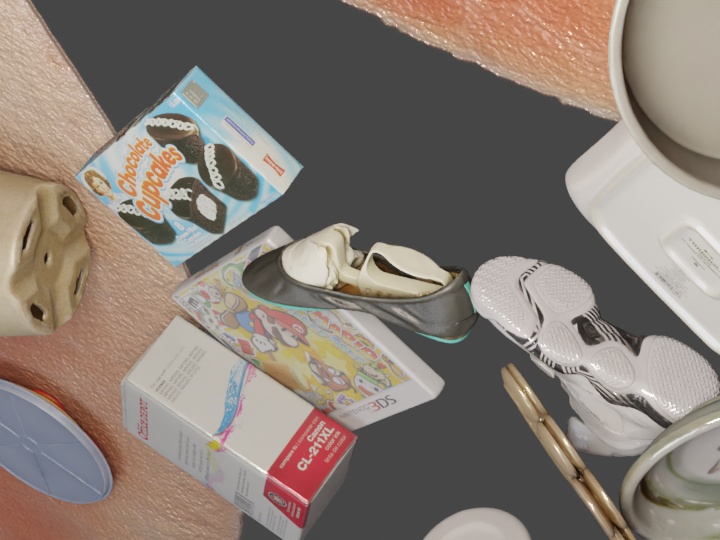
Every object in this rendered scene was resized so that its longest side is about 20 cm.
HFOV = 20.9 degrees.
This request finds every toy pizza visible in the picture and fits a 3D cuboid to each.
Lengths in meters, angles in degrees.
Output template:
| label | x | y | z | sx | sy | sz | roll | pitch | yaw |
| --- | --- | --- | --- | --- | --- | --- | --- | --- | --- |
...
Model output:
| label | x | y | z | sx | sy | sz | roll | pitch | yaw |
| --- | --- | --- | --- | --- | --- | --- | --- | --- | --- |
| toy pizza | -0.347 | 0.176 | 2.098 | 0.200 | 0.032 | 0.200 | 23 | 145 | 17 |

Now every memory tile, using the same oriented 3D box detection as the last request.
| label | x | y | z | sx | sy | sz | roll | pitch | yaw |
| --- | --- | --- | --- | --- | --- | --- | --- | --- | --- |
| memory tile | 0.162 | 0.154 | 1.444 | 0.153 | 0.017 | 0.200 | 55 | 180 | 28 |

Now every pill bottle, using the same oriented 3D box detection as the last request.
| label | x | y | z | sx | sy | sz | roll | pitch | yaw |
| --- | --- | --- | --- | --- | --- | --- | --- | --- | --- |
| pill bottle | 0.129 | 0.317 | 1.772 | 0.112 | 0.112 | 0.200 | 8 | 139 | 35 |

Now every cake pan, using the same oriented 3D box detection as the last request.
| label | x | y | z | sx | sy | sz | roll | pitch | yaw |
| --- | --- | --- | --- | --- | --- | --- | --- | --- | --- |
| cake pan | 0.227 | -0.134 | 1.058 | 0.200 | 0.200 | 0.037 | 53 | -172 | -27 |

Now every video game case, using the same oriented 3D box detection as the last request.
| label | x | y | z | sx | sy | sz | roll | pitch | yaw |
| --- | --- | --- | --- | --- | --- | --- | --- | --- | --- |
| video game case | -0.048 | 0.059 | 1.680 | 0.200 | 0.023 | 0.182 | 43 | 147 | -13 |

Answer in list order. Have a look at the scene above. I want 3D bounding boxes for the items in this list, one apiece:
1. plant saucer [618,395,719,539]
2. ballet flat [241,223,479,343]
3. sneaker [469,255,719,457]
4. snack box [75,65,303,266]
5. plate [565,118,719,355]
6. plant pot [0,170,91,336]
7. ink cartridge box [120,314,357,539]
| label | x | y | z | sx | sy | sz | roll | pitch | yaw |
| --- | --- | --- | --- | --- | --- | --- | --- | --- | --- |
| plant saucer | 0.279 | 0.132 | 1.400 | 0.199 | 0.050 | 0.200 | -6 | 144 | -5 |
| ballet flat | 0.000 | 0.000 | 1.529 | 0.199 | 0.068 | 0.069 | 11 | 132 | 17 |
| sneaker | 0.161 | 0.073 | 1.458 | 0.200 | 0.075 | 0.115 | 29 | 146 | 5 |
| snack box | -0.141 | -0.079 | 1.570 | 0.116 | 0.037 | 0.200 | 43 | 147 | -11 |
| plate | 0.222 | -0.015 | 1.223 | 0.200 | 0.032 | 0.200 | 45 | 158 | 2 |
| plant pot | -0.346 | -0.016 | 1.722 | 0.183 | 0.201 | 0.201 | 6 | 139 | 21 |
| ink cartridge box | -0.112 | 0.146 | 1.768 | 0.200 | 0.083 | 0.146 | 34 | 158 | 8 |
